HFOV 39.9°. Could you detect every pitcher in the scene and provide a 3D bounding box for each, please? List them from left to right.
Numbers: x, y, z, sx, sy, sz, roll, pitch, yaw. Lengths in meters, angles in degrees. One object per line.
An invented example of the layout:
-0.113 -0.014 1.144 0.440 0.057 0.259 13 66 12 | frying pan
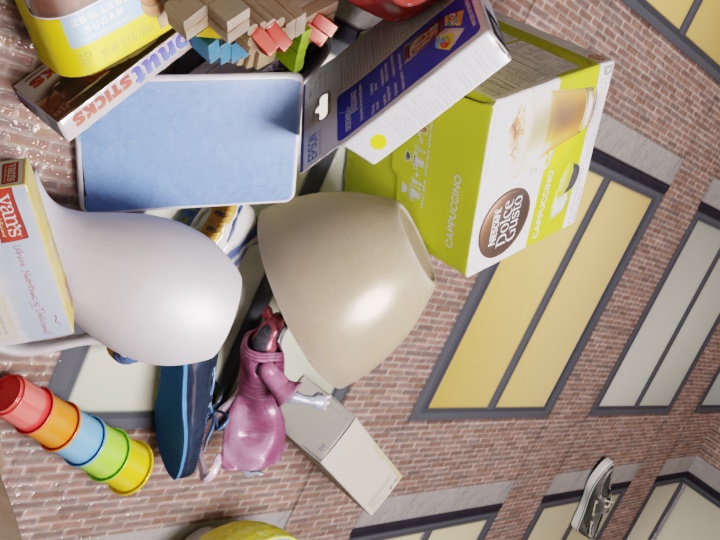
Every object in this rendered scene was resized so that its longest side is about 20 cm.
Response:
-0.217 0.024 0.854 0.197 0.122 0.173 22 119 -21 | pitcher

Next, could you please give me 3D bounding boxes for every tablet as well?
-0.149 -0.112 0.872 0.196 0.014 0.132 -5 127 -18 | tablet

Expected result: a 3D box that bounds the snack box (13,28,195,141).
-0.179 -0.185 0.800 0.200 0.071 0.024 -43 144 -19 | snack box

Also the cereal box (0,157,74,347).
-0.322 0.002 0.724 0.196 0.040 0.146 -10 130 -8 | cereal box

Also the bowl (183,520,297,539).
-0.173 0.381 1.224 0.198 0.107 0.203 -30 137 -32 | bowl

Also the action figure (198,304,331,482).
-0.117 0.120 1.114 0.146 0.135 0.203 -7 127 -19 | action figure

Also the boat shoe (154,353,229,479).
-0.171 0.134 1.053 0.068 0.084 0.203 -12 128 -38 | boat shoe

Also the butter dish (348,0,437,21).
0.031 -0.287 0.838 0.198 0.150 0.198 20 135 -42 | butter dish

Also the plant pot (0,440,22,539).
-0.363 0.219 0.811 0.199 0.174 0.203 -29 138 -31 | plant pot

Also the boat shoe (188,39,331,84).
-0.106 -0.157 0.912 0.200 0.068 0.073 -42 143 -20 | boat shoe

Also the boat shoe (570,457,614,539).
0.535 0.512 2.221 0.070 0.063 0.203 -15 128 -43 | boat shoe

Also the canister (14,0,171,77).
-0.199 -0.259 0.708 0.148 0.086 0.202 -38 143 -23 | canister

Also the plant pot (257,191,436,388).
0.000 0.000 1.017 0.133 0.203 0.201 -24 146 11 | plant pot

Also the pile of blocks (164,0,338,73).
-0.079 -0.188 0.810 0.199 0.062 0.083 -23 150 -56 | pile of blocks

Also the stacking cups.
-0.276 0.158 0.966 0.061 0.060 0.201 -48 144 -10 | stacking cups

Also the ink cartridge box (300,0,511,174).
0.034 -0.178 0.893 0.199 0.199 0.047 -36 118 21 | ink cartridge box

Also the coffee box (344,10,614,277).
0.120 -0.149 1.079 0.196 0.199 0.203 -24 134 -37 | coffee box

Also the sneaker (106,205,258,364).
-0.165 0.016 0.975 0.201 0.075 0.088 -52 145 -5 | sneaker

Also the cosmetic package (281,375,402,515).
-0.028 0.230 1.286 0.073 0.103 0.201 -47 145 -13 | cosmetic package
